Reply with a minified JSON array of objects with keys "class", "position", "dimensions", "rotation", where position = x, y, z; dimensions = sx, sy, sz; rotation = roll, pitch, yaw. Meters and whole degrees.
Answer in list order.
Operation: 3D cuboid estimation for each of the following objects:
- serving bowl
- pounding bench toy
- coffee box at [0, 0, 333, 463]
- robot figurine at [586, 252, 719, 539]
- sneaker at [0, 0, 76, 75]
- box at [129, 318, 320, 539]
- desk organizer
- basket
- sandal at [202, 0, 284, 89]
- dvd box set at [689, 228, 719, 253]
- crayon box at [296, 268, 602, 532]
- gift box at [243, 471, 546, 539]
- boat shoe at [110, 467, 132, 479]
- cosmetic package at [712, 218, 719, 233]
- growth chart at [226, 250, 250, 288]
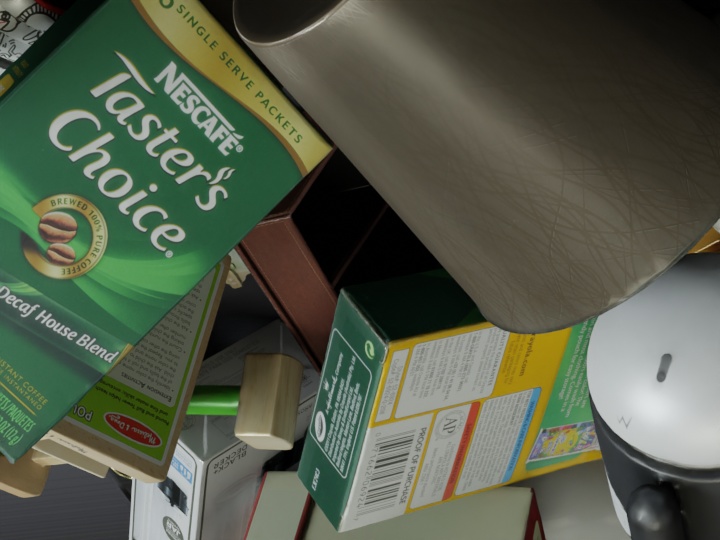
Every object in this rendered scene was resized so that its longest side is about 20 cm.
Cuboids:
[{"class":"serving bowl","position":[0.115,0.194,1.117],"dimensions":[0.198,0.066,0.201],"rotation":[-8,137,-8]},{"class":"pounding bench toy","position":[-0.147,0.050,0.921],"dimensions":[0.199,0.125,0.155],"rotation":[30,153,-31]},{"class":"coffee box","position":[-0.123,-0.030,0.763],"dimensions":[0.200,0.044,0.123],"rotation":[-43,112,-3]},{"class":"robot figurine","position":[0.185,0.081,0.909],"dimensions":[0.124,0.151,0.201],"rotation":[-16,137,4]},{"class":"sneaker","position":[-0.205,-0.128,0.781],"dimensions":[0.200,0.068,0.108],"rotation":[16,141,-24]},{"class":"box","position":[-0.079,0.140,1.062],"dimensions":[0.060,0.116,0.201],"rotation":[37,139,29]},{"class":"desk organizer","position":[0.000,0.000,0.943],"dimensions":[0.076,0.072,0.200],"rotation":[-12,142,15]},{"class":"basket","position":[0.052,-0.088,0.768],"dimensions":[0.180,0.137,0.199],"rotation":[-39,125,23]},{"class":"sandal","position":[-0.087,-0.081,0.827],"dimensions":[0.077,0.070,0.213],"rotation":[22,104,-20]},{"class":"dvd box set","position":[0.193,0.030,1.007],"dimensions":[0.199,0.030,0.146],"rotation":[-29,134,35]},{"class":"crayon box","position":[0.071,0.056,0.936],"dimensions":[0.199,0.052,0.127],"rotation":[-10,131,-31]},{"class":"gift box","position":[0.012,0.223,0.999],"dimensions":[0.185,0.201,0.186],"rotation":[-1,129,16]},{"class":"boat shoe","position":[-0.135,0.093,1.075],"dimensions":[0.075,0.074,0.200],"rotation":[-18,140,26]},{"class":"cosmetic package","position":[0.256,-0.080,0.786],"dimensions":[0.199,0.108,0.085],"rotation":[-27,135,32]},{"class":"growth chart","position":[-0.145,-0.027,0.958],"dimensions":[0.198,0.018,0.145],"rotation":[-3,144,7]}]
